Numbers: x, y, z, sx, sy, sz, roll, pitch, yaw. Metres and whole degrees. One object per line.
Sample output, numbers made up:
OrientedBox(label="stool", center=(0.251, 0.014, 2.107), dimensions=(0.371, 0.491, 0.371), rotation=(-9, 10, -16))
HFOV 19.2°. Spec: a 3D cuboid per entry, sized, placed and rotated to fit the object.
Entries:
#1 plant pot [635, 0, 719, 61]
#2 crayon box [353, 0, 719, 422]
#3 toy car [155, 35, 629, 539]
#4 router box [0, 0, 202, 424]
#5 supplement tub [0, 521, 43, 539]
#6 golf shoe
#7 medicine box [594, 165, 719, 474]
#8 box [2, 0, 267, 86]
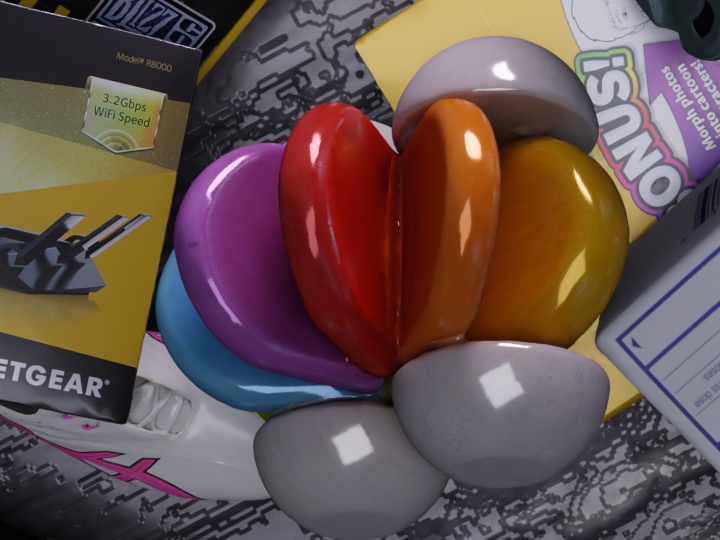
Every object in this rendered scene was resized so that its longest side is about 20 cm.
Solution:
OrientedBox(label="plant pot", center=(0.188, -0.190, 0.826), dimensions=(0.195, 0.200, 0.201), rotation=(-26, 93, -7))
OrientedBox(label="crayon box", center=(0.122, -0.061, 0.943), dimensions=(0.172, 0.058, 0.201), rotation=(-32, 93, 5))
OrientedBox(label="toy car", center=(0.000, 0.000, 0.834), dimensions=(0.149, 0.200, 0.176), rotation=(19, 59, -38))
OrientedBox(label="router box", center=(-0.177, -0.034, 0.863), dimensions=(0.199, 0.052, 0.158), rotation=(12, 85, -13))
OrientedBox(label="supplement tub", center=(-0.153, 0.181, 0.944), dimensions=(0.199, 0.123, 0.123), rotation=(24, 95, 1))
OrientedBox(label="golf shoe", center=(-0.113, 0.057, 0.948), dimensions=(0.199, 0.092, 0.073), rotation=(20, 95, -1))
OrientedBox(label="medicine box", center=(0.227, 0.025, 0.850), dimensions=(0.200, 0.103, 0.182), rotation=(45, 110, -4))
OrientedBox(label="box", center=(-0.127, -0.163, 0.886), dimensions=(0.199, 0.049, 0.160), rotation=(29, 122, -26))
